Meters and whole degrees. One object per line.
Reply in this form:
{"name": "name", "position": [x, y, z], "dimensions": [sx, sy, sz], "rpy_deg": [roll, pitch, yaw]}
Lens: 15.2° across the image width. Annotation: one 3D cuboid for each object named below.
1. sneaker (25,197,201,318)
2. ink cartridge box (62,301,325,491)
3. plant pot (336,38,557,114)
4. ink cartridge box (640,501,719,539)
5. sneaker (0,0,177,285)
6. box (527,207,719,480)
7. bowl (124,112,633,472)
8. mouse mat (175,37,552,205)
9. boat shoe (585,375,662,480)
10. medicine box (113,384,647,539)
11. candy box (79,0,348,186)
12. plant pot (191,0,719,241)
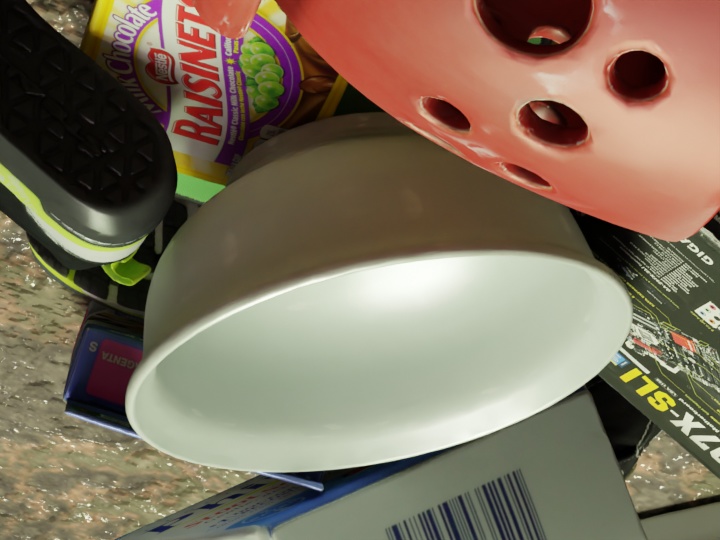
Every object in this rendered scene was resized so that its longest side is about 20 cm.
{"name": "sneaker", "position": [-0.055, 0.010, 1.210], "dimensions": [0.199, 0.074, 0.081], "rpy_deg": [18, 157, -2]}
{"name": "ink cartridge box", "position": [-0.072, 0.054, 1.215], "dimensions": [0.119, 0.042, 0.200], "rpy_deg": [19, -176, -6]}
{"name": "plant pot", "position": [0.019, -0.108, 1.029], "dimensions": [0.199, 0.028, 0.200], "rpy_deg": [9, 149, 6]}
{"name": "ink cartridge box", "position": [0.230, 0.224, 1.388], "dimensions": [0.146, 0.147, 0.200], "rpy_deg": [-17, 139, 39]}
{"name": "sneaker", "position": [-0.153, -0.071, 1.034], "dimensions": [0.200, 0.072, 0.083], "rpy_deg": [49, 152, 5]}
{"name": "box", "position": [0.163, 0.029, 1.095], "dimensions": [0.200, 0.049, 0.160], "rpy_deg": [40, 158, -4]}
{"name": "bowl", "position": [0.000, 0.000, 1.059], "dimensions": [0.200, 0.091, 0.201], "rpy_deg": [-10, 156, -5]}
{"name": "mouse mat", "position": [-0.027, -0.070, 1.076], "dimensions": [0.160, 0.008, 0.200], "rpy_deg": [17, 148, -9]}
{"name": "boat shoe", "position": [0.099, 0.091, 1.292], "dimensions": [0.070, 0.067, 0.200], "rpy_deg": [19, 149, -13]}
{"name": "medicine box", "position": [0.002, 0.137, 1.238], "dimensions": [0.181, 0.104, 0.200], "rpy_deg": [-22, -177, -29]}
{"name": "candy box", "position": [-0.049, -0.094, 1.012], "dimensions": [0.102, 0.027, 0.200], "rpy_deg": [18, 149, -6]}
{"name": "plant pot", "position": [0.051, -0.130, 0.816], "dimensions": [0.181, 0.201, 0.201], "rpy_deg": [20, 149, -7]}
